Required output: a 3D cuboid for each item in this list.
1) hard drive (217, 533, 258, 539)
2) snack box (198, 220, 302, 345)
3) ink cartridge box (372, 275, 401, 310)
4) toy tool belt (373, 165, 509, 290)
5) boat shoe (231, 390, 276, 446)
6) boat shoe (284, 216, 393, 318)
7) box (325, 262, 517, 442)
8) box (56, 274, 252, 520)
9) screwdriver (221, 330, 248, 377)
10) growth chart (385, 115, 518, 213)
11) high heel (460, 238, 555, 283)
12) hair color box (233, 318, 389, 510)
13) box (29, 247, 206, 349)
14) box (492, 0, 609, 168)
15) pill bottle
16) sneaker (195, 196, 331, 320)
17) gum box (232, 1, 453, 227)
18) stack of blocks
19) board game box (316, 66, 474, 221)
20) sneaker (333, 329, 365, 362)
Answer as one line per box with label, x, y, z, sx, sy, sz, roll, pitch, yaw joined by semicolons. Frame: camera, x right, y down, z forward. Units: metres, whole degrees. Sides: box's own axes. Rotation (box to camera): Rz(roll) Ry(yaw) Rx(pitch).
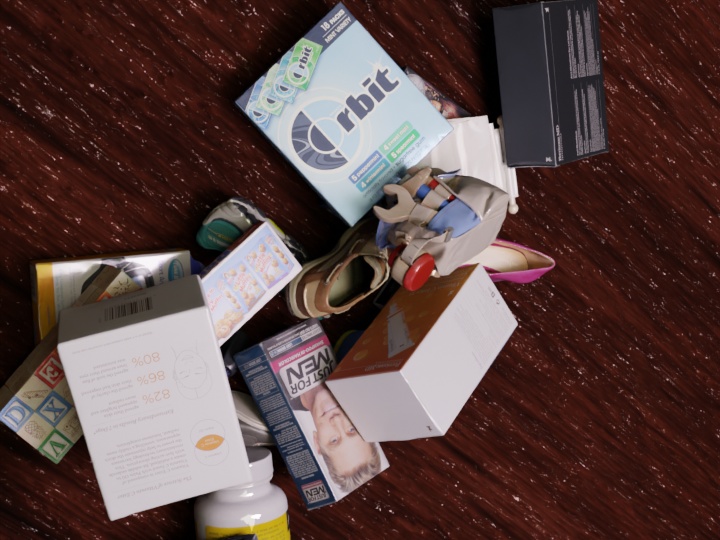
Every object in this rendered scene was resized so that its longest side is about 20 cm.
hard drive;-0.185;0.383;1.414;0.200;0.042;0.135;-21;93;20
snack box;-0.156;0.036;1.367;0.200;0.024;0.072;-44;112;-17
ink cartridge box;0.117;0.061;1.606;0.200;0.039;0.100;39;78;-25
toy tool belt;0.070;-0.056;1.430;0.200;0.123;0.125;-32;149;-43
boat shoe;-0.170;0.174;1.468;0.200;0.067;0.057;20;110;-22
boat shoe;0.000;0.000;1.457;0.200;0.074;0.076;-38;122;-38
box;0.074;0.095;1.461;0.098;0.124;0.200;57;47;-20
box;-0.210;0.128;1.281;0.152;0.106;0.200;-14;110;-8
screwdriver;-0.167;0.142;1.421;0.028;0.029;0.200;28;42;-7
growth chart;0.111;-0.125;1.553;0.200;0.018;0.145;-4;99;-26
high heel;0.150;-0.021;1.541;0.200;0.096;0.067;24;63;-44
hair color box;-0.056;0.164;1.460;0.100;0.060;0.200;-26;90;-44
box;-0.267;0.040;1.412;0.200;0.041;0.119;-5;99;-28
box;0.242;-0.238;1.585;0.141;0.079;0.200;-18;105;-51
pill bottle;-0.137;0.312;1.468;0.111;0.111;0.200;-9;100;-25
sneaker;-0.109;-0.006;1.478;0.080;0.078;0.200;-39;119;14
gum box;-0.020;-0.181;1.468;0.170;0.045;0.200;-44;101;-4
stack of blocks;-0.289;0.108;1.355;0.115;0.059;0.200;45;76;-24
board game box;0.052;-0.131;1.552;0.135;0.035;0.200;33;81;-26
sneaker;-0.015;0.170;1.532;0.066;0.078;0.200;17;90;-29
